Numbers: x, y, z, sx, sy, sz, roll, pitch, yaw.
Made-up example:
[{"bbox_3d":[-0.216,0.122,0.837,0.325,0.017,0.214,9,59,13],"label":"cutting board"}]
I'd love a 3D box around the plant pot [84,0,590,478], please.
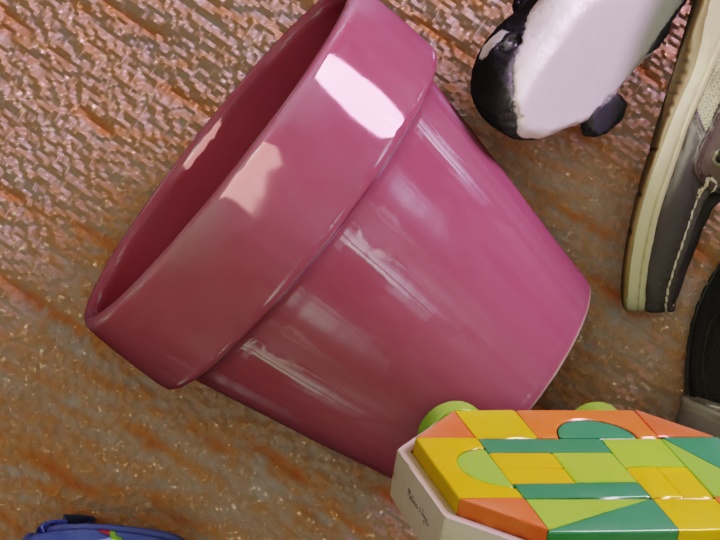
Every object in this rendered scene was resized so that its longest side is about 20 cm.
[{"bbox_3d":[0.000,0.000,1.186,0.179,0.200,0.200,39,90,-11],"label":"plant pot"}]

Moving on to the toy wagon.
[{"bbox_3d":[0.115,0.098,1.081,0.198,0.155,0.040,0,112,-19],"label":"toy wagon"}]

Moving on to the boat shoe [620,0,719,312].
[{"bbox_3d":[0.175,-0.071,1.217,0.066,0.072,0.202,16,99,6],"label":"boat shoe"}]

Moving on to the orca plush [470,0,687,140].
[{"bbox_3d":[0.104,-0.138,1.218,0.071,0.105,0.200,22,66,33],"label":"orca plush"}]

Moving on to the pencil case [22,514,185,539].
[{"bbox_3d":[-0.138,0.212,1.213,0.086,0.078,0.202,12,76,-5],"label":"pencil case"}]

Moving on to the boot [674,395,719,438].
[{"bbox_3d":[0.186,0.175,1.158,0.181,0.072,0.201,24,89,33],"label":"boot"}]

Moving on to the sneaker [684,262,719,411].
[{"bbox_3d":[0.208,-0.004,1.218,0.073,0.082,0.201,21,89,4],"label":"sneaker"}]
